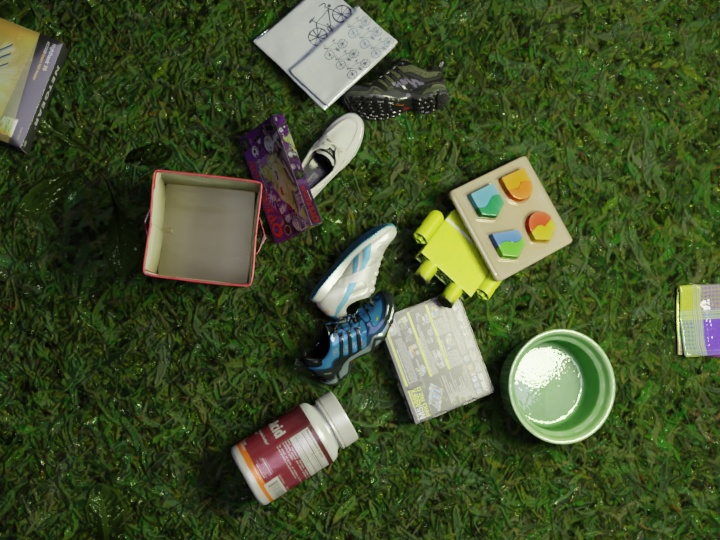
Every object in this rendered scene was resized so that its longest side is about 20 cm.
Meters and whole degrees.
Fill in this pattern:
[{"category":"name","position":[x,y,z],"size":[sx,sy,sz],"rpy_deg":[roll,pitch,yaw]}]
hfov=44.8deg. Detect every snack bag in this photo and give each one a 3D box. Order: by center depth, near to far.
[{"category":"snack bag","position":[-0.065,-0.415,1.588],"size":[0.188,0.021,0.200],"rpy_deg":[-43,77,-10]}]

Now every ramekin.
[{"category":"ramekin","position":[0.348,0.208,1.584],"size":[0.198,0.098,0.202],"rpy_deg":[1,86,-8]}]

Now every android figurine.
[{"category":"android figurine","position":[0.182,-0.032,1.584],"size":[0.182,0.041,0.200],"rpy_deg":[42,64,-3]}]

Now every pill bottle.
[{"category":"pill bottle","position":[-0.111,0.301,1.500],"size":[0.199,0.114,0.115],"rpy_deg":[-31,90,-10]}]

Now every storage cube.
[{"category":"storage cube","position":[-0.260,-0.064,1.470],"size":[0.198,0.180,0.173],"rpy_deg":[6,88,-9]}]

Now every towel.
[{"category":"towel","position":[0.704,0.095,1.685],"size":[0.198,0.023,0.145],"rpy_deg":[0,86,-9]}]

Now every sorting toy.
[{"category":"sorting toy","position":[0.279,-0.100,1.597],"size":[0.199,0.036,0.186],"rpy_deg":[-26,84,-25]}]

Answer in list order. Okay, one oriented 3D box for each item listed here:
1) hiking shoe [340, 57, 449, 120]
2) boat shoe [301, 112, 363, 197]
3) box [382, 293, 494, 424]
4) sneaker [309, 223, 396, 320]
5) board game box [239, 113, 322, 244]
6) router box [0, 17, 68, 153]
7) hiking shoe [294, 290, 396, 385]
[{"category":"hiking shoe","position":[0.061,-0.338,1.608],"size":[0.198,0.076,0.102],"rpy_deg":[-2,63,-3]},{"category":"boat shoe","position":[-0.061,-0.205,1.572],"size":[0.072,0.066,0.200],"rpy_deg":[43,81,-3]},{"category":"box","position":[0.133,0.155,1.584],"size":[0.159,0.044,0.202],"rpy_deg":[-21,88,-9]},{"category":"sneaker","position":[0.000,0.000,1.567],"size":[0.081,0.076,0.200],"rpy_deg":[42,88,-10]},{"category":"board game box","position":[-0.142,-0.158,1.533],"size":[0.032,0.120,0.202],"rpy_deg":[-19,88,-36]},{"category":"router box","position":[-0.617,-0.324,1.506],"size":[0.156,0.052,0.202],"rpy_deg":[20,83,-7]},{"category":"hiking shoe","position":[-0.019,0.110,1.518],"size":[0.200,0.074,0.087],"rpy_deg":[-50,127,3]}]
